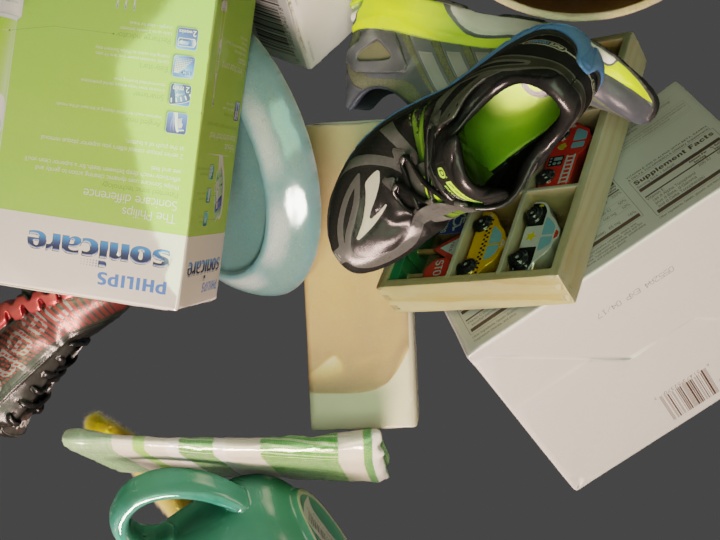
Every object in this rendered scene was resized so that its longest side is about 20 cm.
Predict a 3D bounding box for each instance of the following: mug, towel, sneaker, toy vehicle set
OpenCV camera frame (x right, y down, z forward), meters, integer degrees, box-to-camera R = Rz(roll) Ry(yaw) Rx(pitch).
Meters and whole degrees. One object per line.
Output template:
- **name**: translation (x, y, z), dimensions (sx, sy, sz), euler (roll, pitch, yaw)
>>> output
- **mug**: translation (-0.069, 0.208, 0.830), dimensions (0.114, 0.185, 0.152), euler (-34, 60, 4)
- **towel**: translation (-0.082, 0.122, 0.842), dimensions (0.200, 0.153, 0.023), euler (2, 76, 3)
- **sneaker**: translation (0.080, -0.112, 0.752), dimensions (0.200, 0.074, 0.081), euler (17, 97, 22)
- **toy vehicle set**: translation (0.097, -0.062, 0.779), dimensions (0.124, 0.200, 0.027), euler (-5, 138, 36)
- **sneaker**: translation (0.048, -0.062, 0.699), dimensions (0.071, 0.083, 0.200), euler (46, 123, -12)
- **sneaker**: translation (-0.235, 0.061, 0.883), dimensions (0.200, 0.071, 0.098), euler (-25, 90, 8)

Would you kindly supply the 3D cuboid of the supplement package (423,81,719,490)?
- **supplement package**: translation (0.168, 0.012, 0.795), dimensions (0.200, 0.111, 0.156), euler (-34, 127, 8)

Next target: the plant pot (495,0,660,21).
- **plant pot**: translation (0.125, -0.237, 0.761), dimensions (0.186, 0.200, 0.186), euler (0, 96, 5)

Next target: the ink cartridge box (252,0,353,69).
- **ink cartridge box**: translation (0.001, -0.232, 0.794), dimensions (0.050, 0.109, 0.200), euler (25, 59, 32)

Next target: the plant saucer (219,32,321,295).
- **plant saucer**: translation (-0.097, -0.073, 0.810), dimensions (0.027, 0.200, 0.200), euler (-23, 94, -33)

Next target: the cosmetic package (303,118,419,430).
- **cosmetic package**: translation (0.000, 0.000, 0.844), dimensions (0.071, 0.105, 0.200), euler (-3, 94, 3)

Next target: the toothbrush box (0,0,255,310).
- **toothbrush box**: translation (-0.148, -0.088, 0.706), dimensions (0.146, 0.086, 0.200), euler (8, 93, 8)
